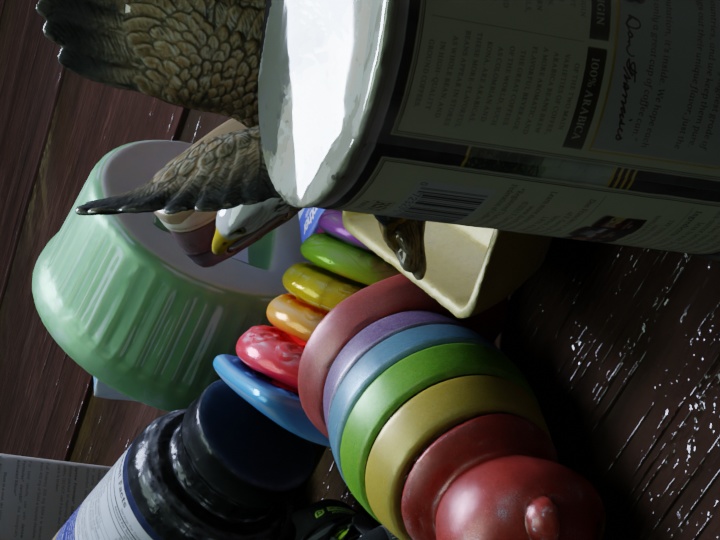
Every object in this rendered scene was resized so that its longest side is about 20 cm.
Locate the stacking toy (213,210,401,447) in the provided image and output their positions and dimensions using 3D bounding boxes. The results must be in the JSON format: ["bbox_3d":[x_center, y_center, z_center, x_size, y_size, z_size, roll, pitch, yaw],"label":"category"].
[{"bbox_3d":[0.000,0.000,1.034,0.110,0.116,0.200,29,100,64],"label":"stacking toy"}]

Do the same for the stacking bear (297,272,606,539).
[{"bbox_3d":[0.052,0.094,0.852,0.200,0.114,0.122,-129,48,-55],"label":"stacking bear"}]

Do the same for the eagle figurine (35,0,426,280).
[{"bbox_3d":[-0.037,-0.065,0.798,0.152,0.200,0.151,16,82,46],"label":"eagle figurine"}]

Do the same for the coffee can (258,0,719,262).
[{"bbox_3d":[0.075,-0.086,0.702,0.146,0.200,0.147,-174,90,-68],"label":"coffee can"}]

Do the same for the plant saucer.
[{"bbox_3d":[0.069,-0.089,0.903,0.200,0.048,0.200,40,114,66],"label":"plant saucer"}]

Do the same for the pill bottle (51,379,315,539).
[{"bbox_3d":[-0.117,0.161,1.116,0.200,0.112,0.112,-48,39,34],"label":"pill bottle"}]

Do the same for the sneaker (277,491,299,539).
[{"bbox_3d":[-0.090,0.142,1.244,0.200,0.071,0.098,-120,41,-53],"label":"sneaker"}]

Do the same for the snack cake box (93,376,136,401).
[{"bbox_3d":[-0.148,0.030,1.330,0.200,0.115,0.067,-113,35,-63],"label":"snack cake box"}]

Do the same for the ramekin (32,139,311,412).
[{"bbox_3d":[-0.115,-0.001,1.185,0.098,0.200,0.200,-61,30,30],"label":"ramekin"}]

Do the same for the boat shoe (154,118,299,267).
[{"bbox_3d":[-0.034,-0.074,1.045,0.072,0.200,0.065,40,161,46],"label":"boat shoe"}]

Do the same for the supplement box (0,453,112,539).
[{"bbox_3d":[-0.229,0.202,1.403,0.126,0.200,0.074,146,130,-64],"label":"supplement box"}]

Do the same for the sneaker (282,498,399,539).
[{"bbox_3d":[-0.017,0.177,1.044,0.200,0.071,0.083,140,126,-65],"label":"sneaker"}]

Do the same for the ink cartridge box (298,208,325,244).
[{"bbox_3d":[-0.011,-0.098,1.152,0.119,0.042,0.200,122,145,-49],"label":"ink cartridge box"}]
